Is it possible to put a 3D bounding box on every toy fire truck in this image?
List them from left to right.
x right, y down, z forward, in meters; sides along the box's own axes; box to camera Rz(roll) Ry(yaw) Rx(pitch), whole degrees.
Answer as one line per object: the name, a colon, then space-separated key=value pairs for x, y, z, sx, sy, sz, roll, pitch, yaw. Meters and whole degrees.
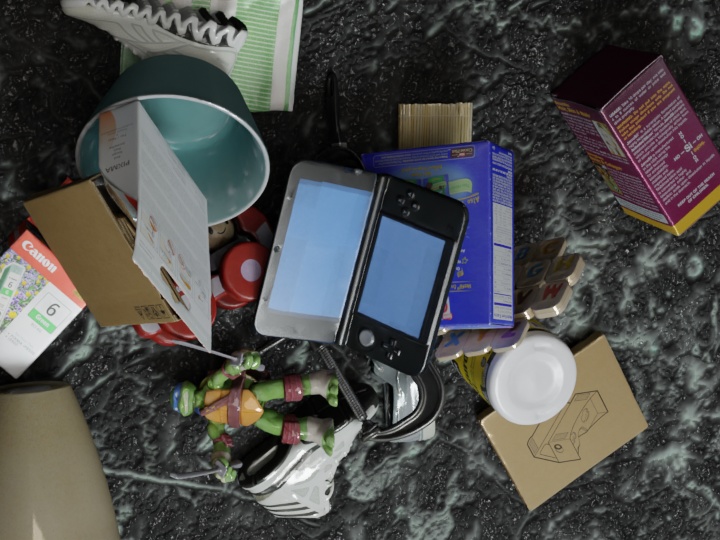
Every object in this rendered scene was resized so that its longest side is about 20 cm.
toy fire truck: x=-0.192 y=-0.020 z=1.375 sx=0.199 sy=0.112 sz=0.169 roll=-31 pitch=95 yaw=-21

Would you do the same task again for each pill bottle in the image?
pill bottle: x=0.169 y=0.097 z=1.475 sx=0.110 sy=0.200 sz=0.113 roll=-5 pitch=108 yaw=-15

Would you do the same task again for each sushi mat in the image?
sushi mat: x=0.089 y=-0.103 z=1.491 sx=0.094 sy=0.012 sz=0.203 roll=-5 pitch=107 yaw=-17

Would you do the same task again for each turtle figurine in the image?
turtle figurine: x=-0.122 y=0.166 z=1.387 sx=0.191 sy=0.200 sz=0.146 roll=2 pitch=76 yaw=-6

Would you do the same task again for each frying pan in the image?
frying pan: x=-0.036 y=-0.118 z=1.426 sx=0.031 sy=0.192 sz=0.114 roll=6 pitch=151 yaw=-44

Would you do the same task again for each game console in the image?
game console: x=0.000 y=0.000 z=1.324 sx=0.118 sy=0.169 sz=0.203 roll=-7 pitch=115 yaw=-57

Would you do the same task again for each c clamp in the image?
c clamp: x=-0.001 y=0.123 z=1.467 sx=0.170 sy=0.027 sz=0.201 roll=-38 pitch=75 yaw=1

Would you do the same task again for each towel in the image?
towel: x=-0.164 y=-0.252 z=1.360 sx=0.197 sy=0.023 sz=0.155 roll=1 pitch=107 yaw=-18

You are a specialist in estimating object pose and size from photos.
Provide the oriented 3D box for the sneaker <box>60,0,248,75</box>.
sneaker: x=-0.220 y=-0.247 z=1.299 sx=0.197 sy=0.075 sz=0.082 roll=13 pitch=113 yaw=-19

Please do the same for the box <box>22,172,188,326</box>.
box: x=-0.265 y=-0.016 z=1.262 sx=0.021 sy=0.199 sz=0.165 roll=-38 pitch=107 yaw=-29

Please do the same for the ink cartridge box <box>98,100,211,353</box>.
ink cartridge box: x=-0.196 y=-0.037 z=1.183 sx=0.049 sy=0.202 sz=0.163 roll=-15 pitch=141 yaw=13

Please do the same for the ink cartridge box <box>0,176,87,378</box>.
ink cartridge box: x=-0.354 y=0.008 z=1.363 sx=0.200 sy=0.050 sz=0.109 roll=-46 pitch=114 yaw=0

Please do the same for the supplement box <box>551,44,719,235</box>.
supplement box: x=0.342 y=-0.159 z=1.492 sx=0.103 sy=0.131 sz=0.201 roll=-40 pitch=114 yaw=-4

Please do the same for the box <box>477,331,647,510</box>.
box: x=0.269 y=0.200 z=1.628 sx=0.199 sy=0.021 sz=0.165 roll=-34 pitch=114 yaw=-7

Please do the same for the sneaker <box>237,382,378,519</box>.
sneaker: x=-0.046 y=0.231 z=1.529 sx=0.200 sy=0.076 sz=0.116 roll=-36 pitch=125 yaw=0

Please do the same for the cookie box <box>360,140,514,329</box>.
cookie box: x=0.086 y=-0.034 z=1.393 sx=0.075 sy=0.169 sz=0.203 roll=8 pitch=81 yaw=-58

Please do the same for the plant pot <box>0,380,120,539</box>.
plant pot: x=-0.362 y=0.230 z=1.373 sx=0.185 sy=0.187 sz=0.203 roll=-3 pitch=93 yaw=-17

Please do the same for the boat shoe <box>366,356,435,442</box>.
boat shoe: x=0.045 y=0.121 z=1.514 sx=0.071 sy=0.070 sz=0.204 roll=-12 pitch=108 yaw=-10

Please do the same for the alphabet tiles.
alphabet tiles: x=0.165 y=0.029 z=1.447 sx=0.015 sy=0.198 sz=0.196 roll=55 pitch=45 yaw=-24

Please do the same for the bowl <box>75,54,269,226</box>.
bowl: x=-0.193 y=-0.147 z=1.292 sx=0.198 sy=0.106 sz=0.202 roll=-1 pitch=141 yaw=-1
